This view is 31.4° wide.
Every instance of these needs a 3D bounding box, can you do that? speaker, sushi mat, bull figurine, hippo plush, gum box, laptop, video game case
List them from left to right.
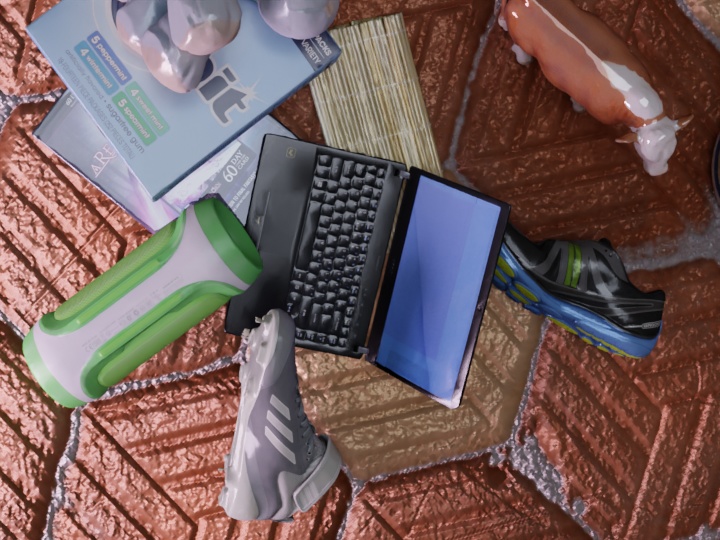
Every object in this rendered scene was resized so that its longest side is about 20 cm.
[{"bbox_3d":[-0.179,0.027,1.055,0.199,0.088,0.089,-36,98,7],"label":"speaker"},{"bbox_3d":[-0.157,-0.108,1.089,0.199,0.019,0.143,39,91,-8],"label":"video game case"},{"bbox_3d":[-0.143,-0.186,1.051,0.199,0.045,0.171,-37,94,-7],"label":"gum box"},{"bbox_3d":[-0.100,-0.245,0.985,0.159,0.158,0.203,-12,96,-33],"label":"hippo plush"},{"bbox_3d":[0.000,0.000,1.059,0.197,0.103,0.180,12,102,-9],"label":"laptop"},{"bbox_3d":[0.016,-0.116,1.107,0.094,0.012,0.203,-16,97,-3],"label":"sushi mat"},{"bbox_3d":[0.191,-0.166,1.064,0.065,0.121,0.200,-43,98,1],"label":"bull figurine"}]

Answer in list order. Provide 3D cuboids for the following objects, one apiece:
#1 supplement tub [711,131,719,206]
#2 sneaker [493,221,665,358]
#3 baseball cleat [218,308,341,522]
[{"bbox_3d":[0.387,-0.085,1.050,0.142,0.200,0.147,-1,96,-5],"label":"supplement tub"},{"bbox_3d":[0.179,0.001,1.112,0.198,0.071,0.083,30,78,-8],"label":"sneaker"},{"bbox_3d":[-0.061,0.125,1.088,0.105,0.070,0.202,9,118,-14],"label":"baseball cleat"}]
